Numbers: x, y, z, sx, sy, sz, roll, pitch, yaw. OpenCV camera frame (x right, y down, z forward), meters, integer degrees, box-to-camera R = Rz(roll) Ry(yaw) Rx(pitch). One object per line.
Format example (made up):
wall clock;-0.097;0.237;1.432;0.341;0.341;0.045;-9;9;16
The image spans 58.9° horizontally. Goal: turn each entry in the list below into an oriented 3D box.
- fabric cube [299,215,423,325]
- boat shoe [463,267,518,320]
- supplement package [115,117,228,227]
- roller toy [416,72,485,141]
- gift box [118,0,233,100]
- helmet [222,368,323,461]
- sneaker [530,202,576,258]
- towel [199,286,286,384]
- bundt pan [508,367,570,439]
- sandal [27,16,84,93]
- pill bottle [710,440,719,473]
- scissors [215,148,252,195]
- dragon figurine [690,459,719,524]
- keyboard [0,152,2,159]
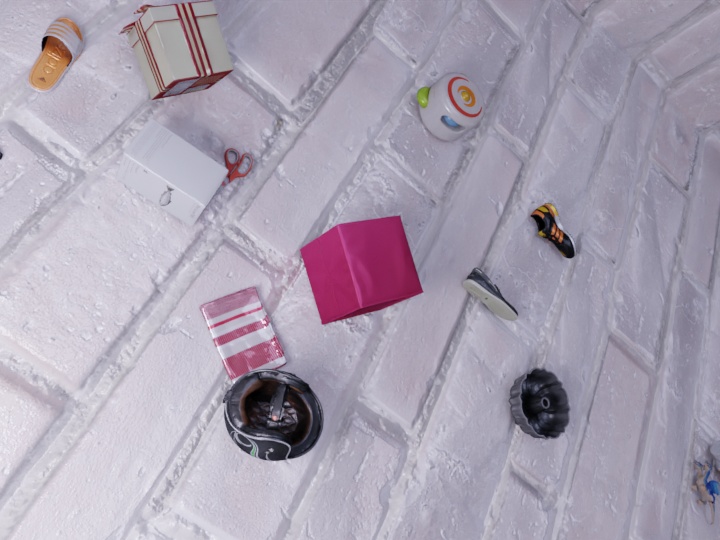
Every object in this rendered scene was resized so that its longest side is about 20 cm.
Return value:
fabric cube;0.000;0.000;1.558;0.195;0.200;0.201;-12;81;-36
boat shoe;0.391;0.072;1.861;0.200;0.072;0.068;40;60;-12
supplement package;-0.416;-0.213;1.412;0.199;0.117;0.118;33;57;-14
roller toy;0.288;-0.508;1.968;0.199;0.140;0.183;-25;87;-37
gift box;-0.434;-0.516;1.484;0.184;0.199;0.188;-25;102;-40
helmet;-0.181;0.303;1.333;0.199;0.191;0.201;-3;62;6
sneaker;0.627;-0.118;2.097;0.090;0.070;0.201;-27;88;-22
towel;-0.262;0.147;1.442;0.144;0.023;0.201;-22;85;-36
bundt pan;0.499;0.380;1.814;0.201;0.076;0.203;11;67;-29
sandal;-0.659;-0.478;1.393;0.079;0.059;0.208;22;62;-25
pill bottle;1.297;0.686;2.196;0.113;0.113;0.200;-38;95;-36
scissors;-0.320;-0.214;1.543;0.073;0.014;0.201;30;58;-21
dragon figurine;1.159;0.733;2.122;0.099;0.059;0.201;-19;82;-36
keyboard;-0.814;-0.225;1.224;0.200;0.021;0.127;-42;103;-37
